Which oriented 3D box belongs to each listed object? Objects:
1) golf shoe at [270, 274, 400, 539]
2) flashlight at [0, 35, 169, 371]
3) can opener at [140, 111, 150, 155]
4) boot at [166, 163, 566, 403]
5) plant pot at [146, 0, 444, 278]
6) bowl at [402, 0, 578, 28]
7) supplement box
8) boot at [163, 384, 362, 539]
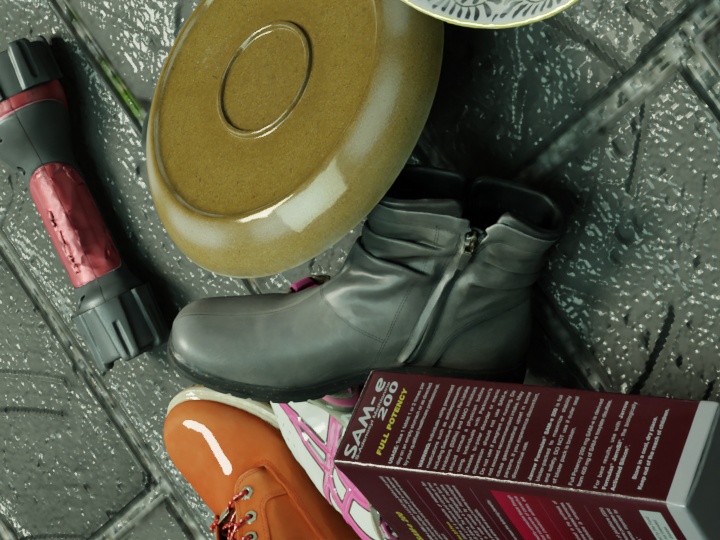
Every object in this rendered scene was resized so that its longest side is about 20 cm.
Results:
[{"bbox_3d":[0.006,0.102,1.201,0.201,0.072,0.092,62,151,9],"label":"golf shoe"},{"bbox_3d":[-0.178,-0.039,1.284,0.068,0.067,0.201,-24,91,47],"label":"flashlight"},{"bbox_3d":[-0.039,-0.100,1.169,0.199,0.052,0.067,-19,62,40],"label":"can opener"},{"bbox_3d":[0.000,0.000,1.097,0.198,0.070,0.132,-1,133,-7],"label":"boot"},{"bbox_3d":[-0.043,-0.095,1.101,0.199,0.027,0.202,-21,57,35],"label":"plant pot"},{"bbox_3d":[0.074,-0.221,0.990,0.199,0.094,0.203,16,118,34],"label":"bowl"},{"bbox_3d":[0.098,0.109,1.062,0.199,0.061,0.109,3,146,34],"label":"supplement box"},{"bbox_3d":[-0.060,0.149,1.242,0.200,0.107,0.075,42,130,19],"label":"boot"}]
